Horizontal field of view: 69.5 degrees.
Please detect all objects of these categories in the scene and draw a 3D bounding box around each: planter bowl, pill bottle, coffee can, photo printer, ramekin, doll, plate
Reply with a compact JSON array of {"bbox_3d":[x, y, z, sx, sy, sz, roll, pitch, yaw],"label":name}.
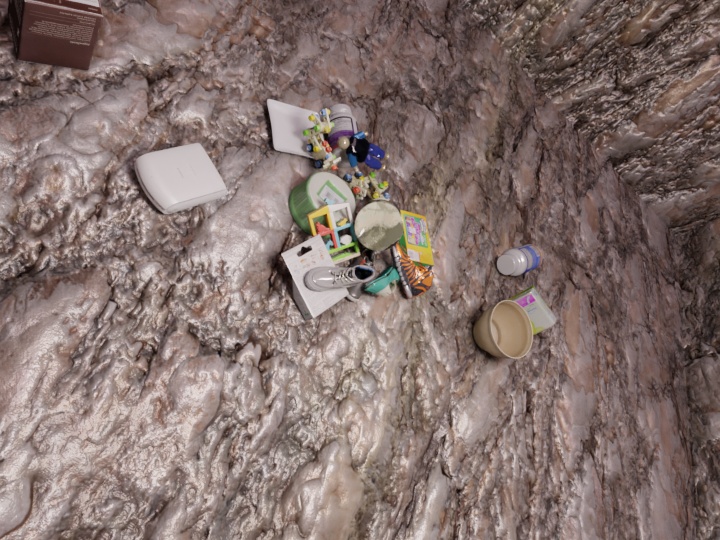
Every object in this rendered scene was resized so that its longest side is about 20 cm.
[{"bbox_3d":[0.484,0.216,1.820,0.200,0.135,0.201,10,70,-29],"label":"planter bowl"},{"bbox_3d":[-0.060,-0.466,1.783,0.111,0.111,0.200,9,62,-35],"label":"pill bottle"},{"bbox_3d":[0.058,-0.145,1.617,0.146,0.146,0.200,50,9,-5],"label":"coffee can"},{"bbox_3d":[-0.476,-0.241,1.362,0.200,0.069,0.167,-28,85,-44],"label":"photo printer"},{"bbox_3d":[0.643,-0.039,2.109,0.200,0.112,0.112,-15,76,-41],"label":"pill bottle"},{"bbox_3d":[-0.111,-0.208,1.611,0.200,0.098,0.200,18,57,-31],"label":"ramekin"},{"bbox_3d":[0.005,-0.384,1.696,0.200,0.048,0.137,18,91,-42],"label":"doll"},{"bbox_3d":[-0.213,-0.455,1.711,0.199,0.032,0.200,4,65,-36],"label":"plate"}]

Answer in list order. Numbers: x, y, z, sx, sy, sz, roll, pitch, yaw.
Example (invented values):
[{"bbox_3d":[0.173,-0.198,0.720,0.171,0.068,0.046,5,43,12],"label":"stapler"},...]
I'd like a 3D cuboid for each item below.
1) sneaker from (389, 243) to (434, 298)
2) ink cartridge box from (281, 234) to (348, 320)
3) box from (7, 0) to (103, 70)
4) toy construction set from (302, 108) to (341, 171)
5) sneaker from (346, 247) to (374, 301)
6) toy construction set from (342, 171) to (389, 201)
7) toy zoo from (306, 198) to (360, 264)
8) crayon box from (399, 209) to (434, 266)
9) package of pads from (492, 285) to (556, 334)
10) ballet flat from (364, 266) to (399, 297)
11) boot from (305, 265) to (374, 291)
[{"bbox_3d":[0.172,-0.015,1.700,0.112,0.078,0.200,-22,106,-2],"label":"sneaker"},{"bbox_3d":[-0.137,0.018,1.486,0.161,0.050,0.200,-33,97,-43],"label":"ink cartridge box"},{"bbox_3d":[-0.748,-0.630,1.266,0.164,0.200,0.166,-8,72,-40],"label":"box"},{"bbox_3d":[-0.114,-0.397,1.647,0.092,0.131,0.200,-7,74,-40],"label":"toy construction set"},{"bbox_3d":[0.000,0.000,1.599,0.077,0.082,0.200,30,52,-23],"label":"sneaker"},{"bbox_3d":[0.010,-0.273,1.730,0.131,0.092,0.200,45,25,15],"label":"toy construction set"},{"bbox_3d":[-0.081,-0.118,1.538,0.131,0.020,0.200,-21,114,-17],"label":"toy zoo"},{"bbox_3d":[0.181,-0.104,1.815,0.119,0.058,0.200,11,61,-34],"label":"crayon box"},{"bbox_3d":[0.587,0.171,1.890,0.155,0.200,0.068,53,32,-3],"label":"package of pads"},{"bbox_3d":[0.077,0.044,1.624,0.070,0.067,0.200,58,28,-2],"label":"ballet flat"},{"bbox_3d":[-0.053,0.013,1.465,0.200,0.096,0.074,-7,82,-43],"label":"boot"}]
